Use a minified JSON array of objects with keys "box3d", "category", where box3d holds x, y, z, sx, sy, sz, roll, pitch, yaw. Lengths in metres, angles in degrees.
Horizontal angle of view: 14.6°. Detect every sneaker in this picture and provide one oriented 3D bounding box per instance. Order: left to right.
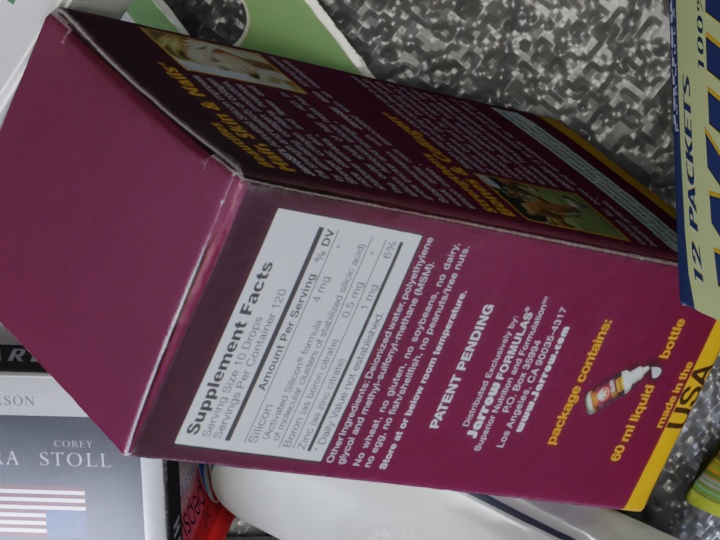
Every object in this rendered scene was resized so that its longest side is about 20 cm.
[{"box3d":[0.036,0.099,0.862,0.199,0.071,0.073,20,146,17],"category":"sneaker"}]

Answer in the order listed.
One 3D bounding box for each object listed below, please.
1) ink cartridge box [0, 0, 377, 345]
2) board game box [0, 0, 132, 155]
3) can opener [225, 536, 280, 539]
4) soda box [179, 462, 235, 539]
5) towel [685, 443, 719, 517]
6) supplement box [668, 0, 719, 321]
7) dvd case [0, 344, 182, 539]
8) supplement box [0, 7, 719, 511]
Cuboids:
[{"box3d":[-0.113,-0.057,0.886,0.200,0.048,0.146,-37,102,9],"category":"ink cartridge box"},{"box3d":[-0.116,-0.116,0.819,0.126,0.035,0.201,35,94,23],"category":"board game box"},{"box3d":[-0.001,0.120,0.938,0.198,0.054,0.067,0,135,3],"category":"can opener"},{"box3d":[-0.146,0.092,0.911,0.199,0.070,0.064,-18,105,14],"category":"soda box"},{"box3d":[0.173,0.035,0.852,0.086,0.018,0.200,23,144,-3],"category":"towel"},{"box3d":[0.187,-0.054,0.661,0.198,0.200,0.135,-3,95,-4],"category":"supplement box"},{"box3d":[-0.127,0.116,0.867,0.149,0.025,0.201,1,114,5],"category":"dvd case"},{"box3d":[0.000,0.000,0.812,0.199,0.110,0.086,10,112,-40],"category":"supplement box"}]
